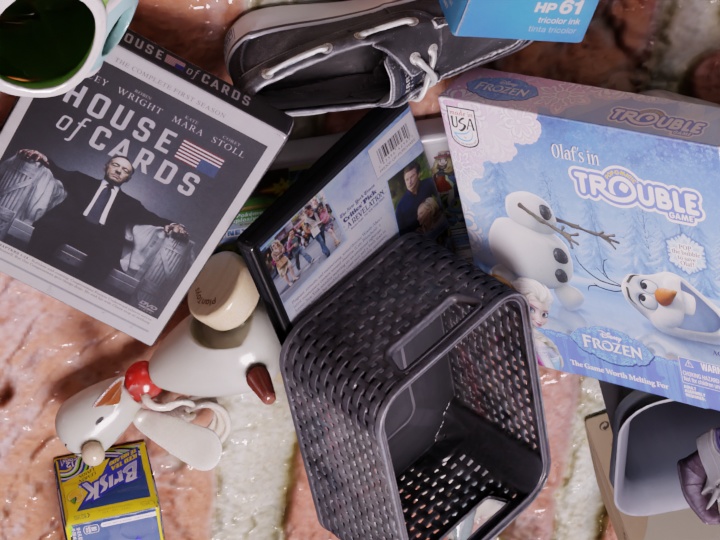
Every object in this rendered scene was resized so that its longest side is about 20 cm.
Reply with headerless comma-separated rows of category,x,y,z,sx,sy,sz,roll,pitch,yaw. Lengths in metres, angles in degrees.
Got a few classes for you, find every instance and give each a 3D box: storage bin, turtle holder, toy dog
storage bin,0.253,0.063,1.697,0.199,0.135,0.146,-11,138,-8
turtle holder,-0.167,-0.177,1.306,0.185,0.132,0.141,-40,133,23
toy dog,-0.110,0.081,1.594,0.131,0.097,0.200,18,130,-26
storage bin,0.038,0.093,1.566,0.135,0.094,0.200,-40,142,-25

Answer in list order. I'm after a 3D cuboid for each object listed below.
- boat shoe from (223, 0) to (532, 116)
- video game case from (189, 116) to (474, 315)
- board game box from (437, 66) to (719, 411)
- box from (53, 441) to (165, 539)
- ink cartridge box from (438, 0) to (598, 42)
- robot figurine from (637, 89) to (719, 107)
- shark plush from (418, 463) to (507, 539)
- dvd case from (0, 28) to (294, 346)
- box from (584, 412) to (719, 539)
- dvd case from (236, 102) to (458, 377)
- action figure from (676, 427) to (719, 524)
boat shoe,0.020,-0.129,1.465,0.199,0.068,0.072,-8,137,-10
video game case,-0.017,-0.019,1.605,0.199,0.022,0.183,-9,137,-8
board game box,0.155,-0.018,1.497,0.043,0.199,0.200,-42,132,-38
box,-0.173,0.215,1.766,0.070,0.064,0.200,-11,137,-7
ink cartridge box,0.097,-0.245,1.312,0.084,0.145,0.200,1,135,-20
robot figurine,0.226,-0.051,1.582,0.199,0.113,0.169,12,165,-29
shark plush,0.074,0.102,1.759,0.083,0.091,0.201,-19,120,-27
dvd case,-0.149,-0.054,1.474,0.150,0.025,0.200,27,130,-10
box,0.232,0.199,1.782,0.077,0.200,0.095,-17,138,0
dvd case,0.000,0.000,1.546,0.143,0.018,0.200,-44,142,-20
action figure,0.290,0.090,1.587,0.130,0.070,0.200,9,131,-25
